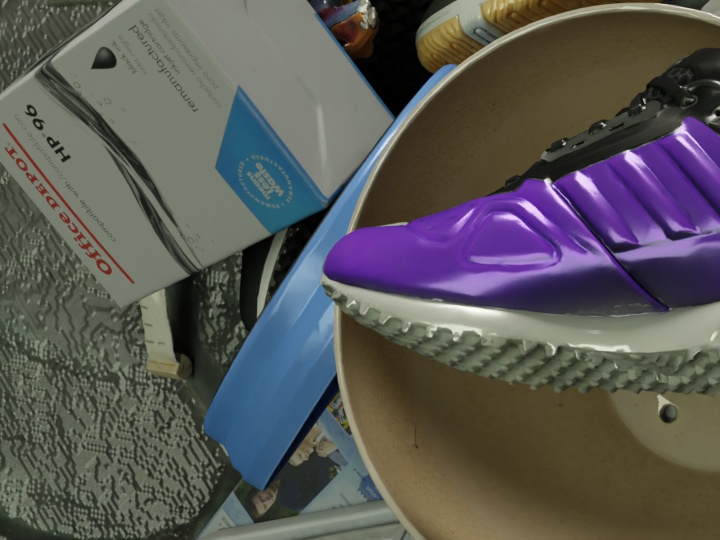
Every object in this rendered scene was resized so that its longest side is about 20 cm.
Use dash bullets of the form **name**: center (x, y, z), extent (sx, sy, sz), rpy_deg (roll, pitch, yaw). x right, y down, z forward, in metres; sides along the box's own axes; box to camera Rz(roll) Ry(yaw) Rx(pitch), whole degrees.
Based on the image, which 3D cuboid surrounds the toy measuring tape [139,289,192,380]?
- **toy measuring tape**: center (-0.098, -0.045, 0.948), extent (0.073, 0.073, 0.202), rpy_deg (8, 119, 32)

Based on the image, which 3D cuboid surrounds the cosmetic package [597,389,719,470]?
- **cosmetic package**: center (0.148, 0.127, 0.765), extent (0.073, 0.101, 0.202), rpy_deg (-4, 91, 30)

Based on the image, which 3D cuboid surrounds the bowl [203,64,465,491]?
- **bowl**: center (0.000, 0.000, 0.778), extent (0.039, 0.201, 0.201), rpy_deg (34, 111, 3)

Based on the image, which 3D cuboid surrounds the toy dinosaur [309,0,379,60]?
- **toy dinosaur**: center (0.020, -0.187, 0.801), extent (0.105, 0.199, 0.183), rpy_deg (30, 127, 39)

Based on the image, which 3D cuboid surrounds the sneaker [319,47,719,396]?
- **sneaker**: center (0.085, -0.017, 0.560), extent (0.198, 0.069, 0.100), rpy_deg (2, 76, 26)

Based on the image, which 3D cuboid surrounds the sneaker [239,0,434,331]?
- **sneaker**: center (-0.027, -0.065, 0.894), extent (0.090, 0.070, 0.202), rpy_deg (27, 106, 43)

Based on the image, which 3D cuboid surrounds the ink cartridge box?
- **ink cartridge box**: center (-0.094, -0.059, 0.825), extent (0.199, 0.068, 0.116), rpy_deg (-24, 109, 47)

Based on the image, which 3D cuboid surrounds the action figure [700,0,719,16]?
- **action figure**: center (0.189, -0.085, 0.635), extent (0.119, 0.200, 0.102), rpy_deg (44, 108, 21)

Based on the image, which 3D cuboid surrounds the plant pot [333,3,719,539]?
- **plant pot**: center (0.108, 0.022, 0.651), extent (0.199, 0.134, 0.202), rpy_deg (-5, 79, 28)

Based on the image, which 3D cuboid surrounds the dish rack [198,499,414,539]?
- **dish rack**: center (-0.034, 0.172, 0.835), extent (0.199, 0.172, 0.044), rpy_deg (-14, 113, 31)

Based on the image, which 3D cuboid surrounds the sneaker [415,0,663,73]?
- **sneaker**: center (0.105, -0.156, 0.807), extent (0.199, 0.075, 0.088), rpy_deg (-29, 61, 27)

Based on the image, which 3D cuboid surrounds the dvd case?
- **dvd case**: center (0.012, 0.121, 0.898), extent (0.143, 0.017, 0.200), rpy_deg (46, 114, 21)
